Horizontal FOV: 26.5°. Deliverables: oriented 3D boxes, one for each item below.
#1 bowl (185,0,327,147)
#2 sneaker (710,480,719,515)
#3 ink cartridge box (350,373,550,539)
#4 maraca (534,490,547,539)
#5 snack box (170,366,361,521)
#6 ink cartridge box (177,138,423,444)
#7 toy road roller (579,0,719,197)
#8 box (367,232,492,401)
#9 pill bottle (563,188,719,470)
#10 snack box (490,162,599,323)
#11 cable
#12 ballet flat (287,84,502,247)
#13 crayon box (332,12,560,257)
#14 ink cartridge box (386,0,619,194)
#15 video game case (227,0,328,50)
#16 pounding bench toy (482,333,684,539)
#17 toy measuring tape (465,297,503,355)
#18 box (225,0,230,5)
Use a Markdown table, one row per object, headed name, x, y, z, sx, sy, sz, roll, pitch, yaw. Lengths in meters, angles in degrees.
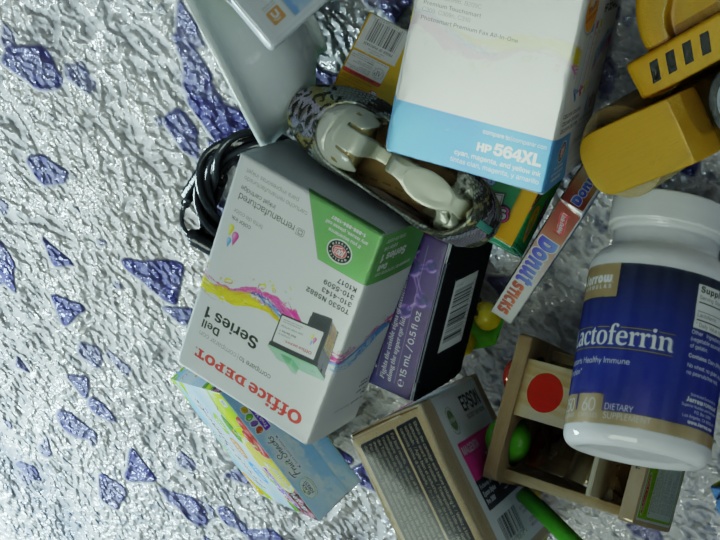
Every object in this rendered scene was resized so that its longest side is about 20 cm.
| name | x | y | z | sx | sy | sz | roll | pitch | yaw |
| --- | --- | --- | --- | --- | --- | --- | --- | --- | --- |
| bowl | -0.088 | -0.206 | 1.274 | 0.203 | 0.090 | 0.201 | 62 | 179 | 1 |
| sneaker | 0.353 | 0.223 | 1.356 | 0.078 | 0.066 | 0.202 | 22 | 135 | 37 |
| ink cartridge box | 0.084 | 0.189 | 1.339 | 0.074 | 0.200 | 0.166 | -27 | 85 | 19 |
| maraca | 0.125 | 0.257 | 1.518 | 0.136 | 0.107 | 0.201 | 31 | 148 | 26 |
| snack box | -0.102 | 0.163 | 1.581 | 0.169 | 0.068 | 0.200 | 54 | 164 | -12 |
| ink cartridge box | -0.050 | 0.017 | 1.254 | 0.144 | 0.084 | 0.202 | 30 | 116 | 20 |
| toy road roller | 0.236 | -0.154 | 1.091 | 0.199 | 0.122 | 0.147 | -26 | 92 | 45 |
| box | 0.000 | 0.000 | 1.332 | 0.198 | 0.104 | 0.150 | 21 | 111 | 24 |
| pill bottle | 0.227 | 0.046 | 1.187 | 0.114 | 0.203 | 0.116 | 10 | 168 | 2 |
| snack box | 0.157 | -0.028 | 1.246 | 0.024 | 0.072 | 0.201 | 34 | 152 | 6 |
| cable | -0.091 | -0.053 | 1.462 | 0.163 | 0.051 | 0.200 | 43 | 137 | -1 |
| ballet flat | 0.021 | -0.088 | 1.183 | 0.199 | 0.072 | 0.073 | 34 | 138 | 15 |
| crayon box | 0.068 | -0.110 | 1.241 | 0.198 | 0.120 | 0.058 | 28 | 179 | 14 |
| ink cartridge box | 0.112 | -0.178 | 1.109 | 0.124 | 0.128 | 0.203 | 17 | 110 | 16 |
| video game case | -0.053 | -0.299 | 1.140 | 0.182 | 0.200 | 0.022 | 49 | 172 | -8 |
| pounding bench toy | 0.184 | 0.174 | 1.313 | 0.154 | 0.203 | 0.124 | 13 | 175 | 28 |
| toy measuring tape | 0.057 | 0.052 | 1.429 | 0.199 | 0.074 | 0.074 | -18 | 113 | 52 |
| box | -0.117 | -0.307 | 1.203 | 0.200 | 0.145 | 0.036 | 43 | 140 | -2 |
